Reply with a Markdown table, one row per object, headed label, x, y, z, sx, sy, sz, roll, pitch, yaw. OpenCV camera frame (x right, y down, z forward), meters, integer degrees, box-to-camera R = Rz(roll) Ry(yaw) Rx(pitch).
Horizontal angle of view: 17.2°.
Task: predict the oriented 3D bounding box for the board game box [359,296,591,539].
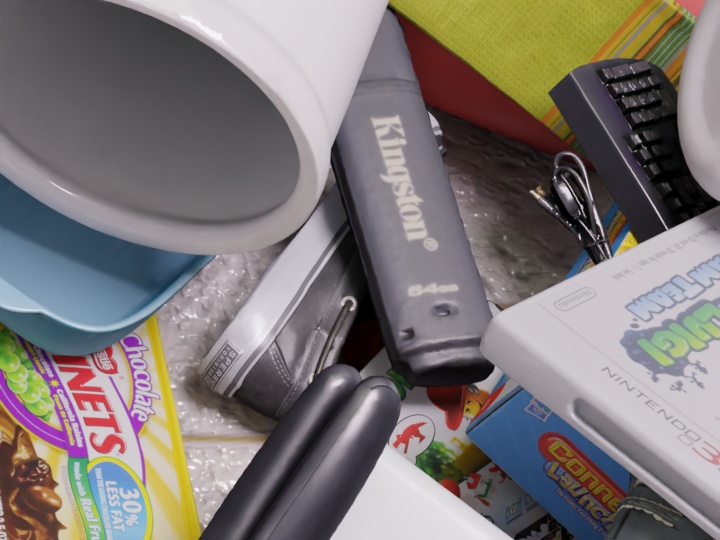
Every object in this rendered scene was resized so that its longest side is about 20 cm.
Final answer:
| label | x | y | z | sx | sy | sz | roll | pitch | yaw |
| --- | --- | --- | --- | --- | --- | --- | --- | --- | --- |
| board game box | 0.040 | 0.096 | 1.048 | 0.126 | 0.035 | 0.200 | 35 | 43 | 9 |

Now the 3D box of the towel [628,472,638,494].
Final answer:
| label | x | y | z | sx | sy | sz | roll | pitch | yaw |
| --- | --- | --- | --- | --- | --- | --- | --- | --- | --- |
| towel | 0.199 | 0.146 | 0.983 | 0.191 | 0.035 | 0.201 | 7 | 77 | -15 |

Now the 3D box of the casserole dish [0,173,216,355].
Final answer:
| label | x | y | z | sx | sy | sz | roll | pitch | yaw |
| --- | --- | --- | --- | --- | --- | --- | --- | --- | --- |
| casserole dish | -0.118 | -0.030 | 1.060 | 0.121 | 0.039 | 0.200 | 35 | 41 | 8 |

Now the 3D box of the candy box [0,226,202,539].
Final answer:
| label | x | y | z | sx | sy | sz | roll | pitch | yaw |
| --- | --- | --- | --- | --- | --- | --- | --- | --- | --- |
| candy box | -0.127 | 0.062 | 1.011 | 0.102 | 0.026 | 0.201 | 6 | 46 | -25 |

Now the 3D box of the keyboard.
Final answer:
| label | x | y | z | sx | sy | sz | roll | pitch | yaw |
| --- | --- | --- | --- | --- | --- | --- | --- | --- | --- |
| keyboard | 0.146 | -0.006 | 1.059 | 0.127 | 0.021 | 0.201 | -20 | 73 | -44 |

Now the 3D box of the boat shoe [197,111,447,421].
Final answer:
| label | x | y | z | sx | sy | sz | roll | pitch | yaw |
| --- | --- | --- | --- | --- | --- | --- | --- | --- | --- |
| boat shoe | 0.000 | 0.000 | 1.102 | 0.066 | 0.070 | 0.200 | 36 | 44 | 1 |

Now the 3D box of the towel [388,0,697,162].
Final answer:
| label | x | y | z | sx | sy | sz | roll | pitch | yaw |
| --- | --- | --- | --- | --- | --- | --- | --- | --- | --- |
| towel | 0.092 | -0.117 | 1.125 | 0.200 | 0.086 | 0.018 | 35 | 9 | -20 |

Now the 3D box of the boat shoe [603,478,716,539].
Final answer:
| label | x | y | z | sx | sy | sz | roll | pitch | yaw |
| --- | --- | --- | --- | --- | --- | --- | --- | --- | --- |
| boat shoe | 0.174 | 0.159 | 0.926 | 0.200 | 0.073 | 0.062 | 40 | 74 | 3 |

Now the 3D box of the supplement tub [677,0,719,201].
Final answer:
| label | x | y | z | sx | sy | sz | roll | pitch | yaw |
| --- | --- | --- | --- | --- | --- | --- | --- | --- | --- |
| supplement tub | 0.252 | -0.067 | 1.044 | 0.199 | 0.132 | 0.132 | 16 | 42 | -26 |

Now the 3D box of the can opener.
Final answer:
| label | x | y | z | sx | sy | sz | roll | pitch | yaw |
| --- | --- | --- | --- | --- | --- | --- | --- | --- | --- |
| can opener | -0.047 | 0.123 | 0.913 | 0.079 | 0.063 | 0.201 | 39 | 71 | -40 |

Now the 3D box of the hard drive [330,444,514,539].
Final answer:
| label | x | y | z | sx | sy | sz | roll | pitch | yaw |
| --- | --- | --- | --- | --- | --- | --- | --- | --- | --- |
| hard drive | 0.035 | 0.169 | 0.935 | 0.200 | 0.026 | 0.132 | 36 | 77 | 11 |

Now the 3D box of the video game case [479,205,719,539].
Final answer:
| label | x | y | z | sx | sy | sz | roll | pitch | yaw |
| --- | --- | --- | --- | --- | --- | --- | --- | --- | --- |
| video game case | 0.174 | 0.048 | 0.961 | 0.182 | 0.024 | 0.200 | 38 | 37 | 25 |

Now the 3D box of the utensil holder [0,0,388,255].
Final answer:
| label | x | y | z | sx | sy | sz | roll | pitch | yaw |
| --- | --- | --- | --- | --- | --- | --- | --- | --- | --- |
| utensil holder | -0.065 | -0.137 | 0.999 | 0.169 | 0.170 | 0.201 | 22 | 60 | -3 |

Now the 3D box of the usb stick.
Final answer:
| label | x | y | z | sx | sy | sz | roll | pitch | yaw |
| --- | --- | --- | --- | --- | --- | --- | --- | --- | --- |
| usb stick | 0.015 | -0.040 | 1.077 | 0.055 | 0.033 | 0.201 | -2 | 59 | -25 |

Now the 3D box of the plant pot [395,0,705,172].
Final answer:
| label | x | y | z | sx | sy | sz | roll | pitch | yaw |
| --- | --- | --- | --- | --- | --- | --- | --- | --- | --- |
| plant pot | 0.099 | -0.150 | 1.214 | 0.177 | 0.201 | 0.201 | 32 | 42 | -9 |

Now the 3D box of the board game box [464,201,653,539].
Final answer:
| label | x | y | z | sx | sy | sz | roll | pitch | yaw |
| --- | --- | --- | --- | --- | --- | --- | --- | --- | --- |
| board game box | 0.171 | 0.069 | 1.079 | 0.200 | 0.056 | 0.196 | 42 | 44 | -5 |
